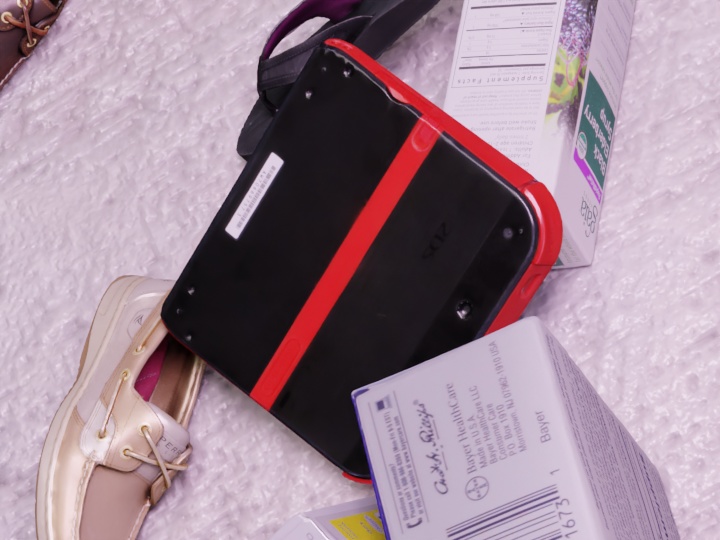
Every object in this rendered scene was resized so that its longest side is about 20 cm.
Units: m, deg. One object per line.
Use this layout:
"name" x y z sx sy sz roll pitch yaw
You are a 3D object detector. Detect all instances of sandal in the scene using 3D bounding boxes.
"sandal" -0.016 -0.145 1.507 0.200 0.048 0.075 -44 28 25

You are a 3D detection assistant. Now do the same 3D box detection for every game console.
"game console" 0.000 0.000 1.397 0.177 0.031 0.200 38 108 19

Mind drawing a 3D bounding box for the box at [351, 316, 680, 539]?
"box" 0.095 0.154 1.231 0.105 0.200 0.184 -23 56 13

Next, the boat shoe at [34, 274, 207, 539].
"boat shoe" -0.129 0.091 1.451 0.069 0.074 0.201 -3 61 30

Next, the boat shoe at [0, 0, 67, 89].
"boat shoe" -0.226 -0.180 1.648 0.070 0.070 0.201 13 69 35

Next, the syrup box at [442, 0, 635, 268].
"syrup box" 0.101 -0.107 1.449 0.081 0.079 0.201 -1 63 24

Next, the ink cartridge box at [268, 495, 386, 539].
"ink cartridge box" -0.057 0.193 1.259 0.047 0.200 0.198 45 99 14
